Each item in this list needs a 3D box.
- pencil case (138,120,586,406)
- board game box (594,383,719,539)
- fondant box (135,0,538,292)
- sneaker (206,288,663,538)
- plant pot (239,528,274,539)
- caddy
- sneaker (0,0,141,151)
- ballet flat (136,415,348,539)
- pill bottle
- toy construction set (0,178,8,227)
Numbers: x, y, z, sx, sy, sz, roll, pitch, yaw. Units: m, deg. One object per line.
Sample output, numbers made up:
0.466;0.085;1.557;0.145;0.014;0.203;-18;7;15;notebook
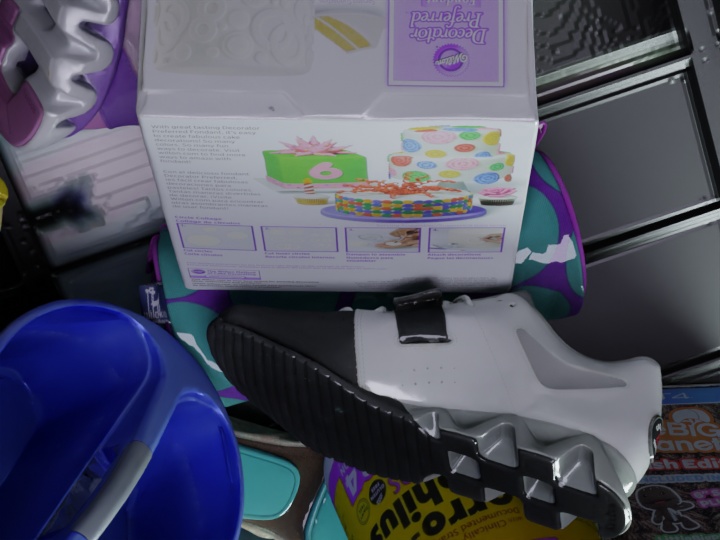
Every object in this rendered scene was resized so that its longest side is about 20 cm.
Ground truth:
0.000;0.000;1.016;0.200;0.085;0.092;-14;91;-2;pencil case
0.158;0.173;1.064;0.097;0.200;0.160;-2;119;-9;board game box
-0.007;-0.047;0.881;0.144;0.058;0.200;1;162;1;fondant box
0.034;0.043;0.951;0.200;0.089;0.074;19;149;13;sneaker
-0.088;0.224;1.093;0.200;0.135;0.200;-3;118;-6;plant pot
-0.130;0.104;0.917;0.105;0.200;0.141;-25;114;42;caddy
-0.087;-0.137;0.935;0.088;0.080;0.200;4;127;-39;sneaker
-0.035;0.101;1.079;0.200;0.062;0.067;24;99;-29;ballet flat
0.061;0.142;0.977;0.104;0.200;0.104;-14;136;-14;pill bottle
-0.233;-0.080;0.909;0.092;0.131;0.200;-18;138;43;toy construction set
